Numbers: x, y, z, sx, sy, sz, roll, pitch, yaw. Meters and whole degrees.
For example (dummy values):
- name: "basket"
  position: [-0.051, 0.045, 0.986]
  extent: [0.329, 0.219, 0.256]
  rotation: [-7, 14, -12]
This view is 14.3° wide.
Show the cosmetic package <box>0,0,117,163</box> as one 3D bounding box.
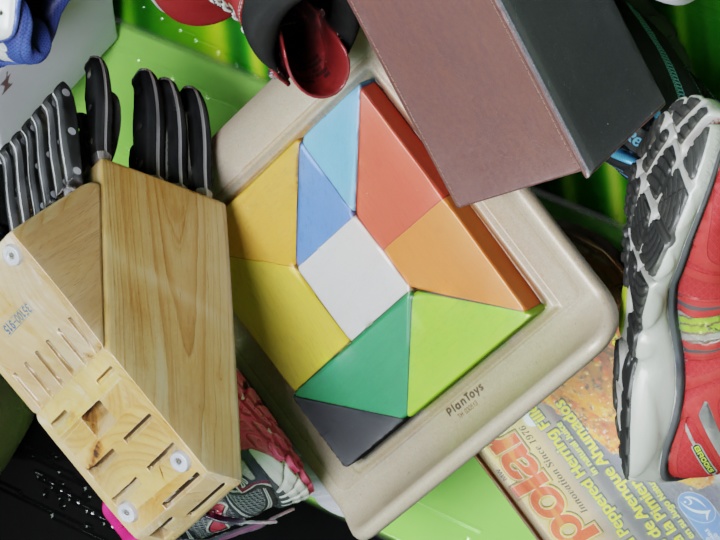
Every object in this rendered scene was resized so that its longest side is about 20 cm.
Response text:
- name: "cosmetic package"
  position: [-0.232, -0.148, 1.444]
  extent: [0.200, 0.101, 0.071]
  rotation: [29, 150, 19]

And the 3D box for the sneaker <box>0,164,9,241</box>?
- name: "sneaker"
  position: [-0.199, -0.031, 1.452]
  extent: [0.073, 0.112, 0.200]
  rotation: [-38, 86, 12]

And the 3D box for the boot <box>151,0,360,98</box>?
- name: "boot"
  position: [-0.051, -0.125, 1.319]
  extent: [0.200, 0.072, 0.145]
  rotation: [114, 137, -68]

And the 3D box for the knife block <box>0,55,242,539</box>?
- name: "knife block"
  position: [-0.094, 0.003, 1.316]
  extent: [0.200, 0.176, 0.064]
  rotation: [50, 131, 4]

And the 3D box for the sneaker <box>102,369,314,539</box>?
- name: "sneaker"
  position: [-0.076, 0.099, 1.383]
  extent: [0.081, 0.075, 0.200]
  rotation: [55, 164, 7]

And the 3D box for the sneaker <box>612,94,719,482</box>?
- name: "sneaker"
  position: [0.158, 0.007, 1.256]
  extent: [0.085, 0.077, 0.200]
  rotation: [-1, 128, -4]

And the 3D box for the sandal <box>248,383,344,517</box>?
- name: "sandal"
  position: [-0.039, 0.028, 1.420]
  extent: [0.207, 0.059, 0.079]
  rotation: [57, 136, 10]

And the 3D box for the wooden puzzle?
- name: "wooden puzzle"
  position: [0.000, 0.000, 1.323]
  extent: [0.185, 0.037, 0.200]
  rotation: [-42, 77, 32]

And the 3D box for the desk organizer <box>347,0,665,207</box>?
- name: "desk organizer"
  position: [0.041, -0.132, 1.218]
  extent: [0.077, 0.072, 0.200]
  rotation: [-16, 108, 42]

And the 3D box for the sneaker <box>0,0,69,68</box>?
- name: "sneaker"
  position: [-0.189, -0.123, 1.328]
  extent: [0.200, 0.075, 0.088]
  rotation: [-35, 72, 11]

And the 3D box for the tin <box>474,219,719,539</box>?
- name: "tin"
  position: [0.108, 0.066, 1.346]
  extent: [0.112, 0.042, 0.200]
  rotation: [-36, 92, 11]

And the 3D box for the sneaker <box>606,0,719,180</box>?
- name: "sneaker"
  position: [0.149, -0.045, 1.293]
  extent: [0.200, 0.082, 0.073]
  rotation: [43, 115, 11]

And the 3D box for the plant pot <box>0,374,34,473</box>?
- name: "plant pot"
  position: [-0.255, 0.075, 1.462]
  extent: [0.187, 0.200, 0.188]
  rotation: [7, 106, 26]

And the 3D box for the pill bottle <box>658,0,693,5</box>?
- name: "pill bottle"
  position: [0.072, -0.199, 1.277]
  extent: [0.200, 0.111, 0.112]
  rotation: [21, 111, 21]
